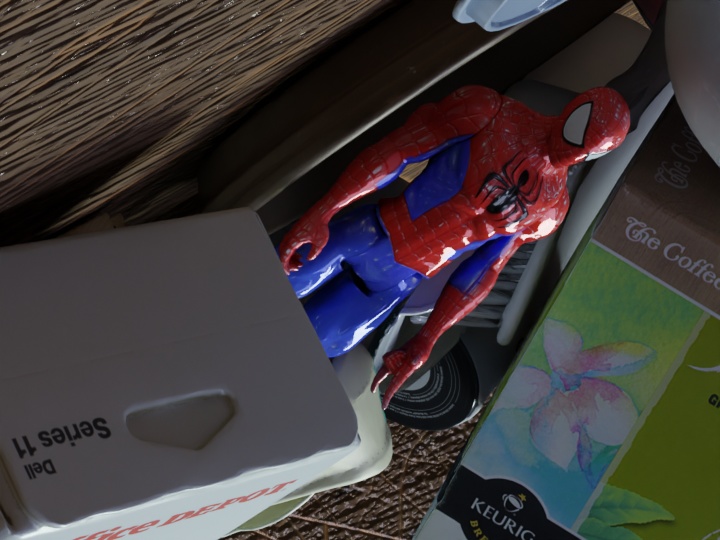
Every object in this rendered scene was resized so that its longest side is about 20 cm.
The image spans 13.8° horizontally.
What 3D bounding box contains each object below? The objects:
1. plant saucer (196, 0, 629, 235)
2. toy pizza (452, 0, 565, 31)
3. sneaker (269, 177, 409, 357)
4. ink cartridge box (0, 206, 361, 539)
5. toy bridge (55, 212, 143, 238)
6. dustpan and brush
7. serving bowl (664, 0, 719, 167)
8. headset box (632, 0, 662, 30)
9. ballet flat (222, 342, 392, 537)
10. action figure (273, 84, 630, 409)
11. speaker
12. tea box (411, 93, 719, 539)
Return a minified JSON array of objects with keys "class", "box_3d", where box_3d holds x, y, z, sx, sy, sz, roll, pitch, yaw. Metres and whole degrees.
[{"class":"plant saucer","box_3d":[0.024,-0.067,0.989,0.199,0.030,0.200,-33,178,-1]},{"class":"toy pizza","box_3d":[0.102,-0.128,0.765,0.200,0.032,0.200,-34,177,-2]},{"class":"sneaker","box_3d":[-0.032,-0.001,1.122,0.076,0.081,0.200,-36,-164,29]},{"class":"ink cartridge box","box_3d":[-0.119,0.067,0.873,0.200,0.083,0.146,-34,165,38]},{"class":"toy bridge","box_3d":[-0.123,0.029,1.002,0.067,0.027,0.200,-31,177,-44]},{"class":"dustpan and brush","box_3d":[0.072,-0.040,1.051,0.201,0.057,0.140,-63,177,-14]},{"class":"serving bowl","box_3d":[0.165,-0.123,0.956,0.200,0.066,0.200,-40,160,-18]},{"class":"headset box","box_3d":[0.222,-0.154,1.297,0.148,0.075,0.200,-31,177,-46]},{"class":"ballet flat","box_3d":[-0.078,0.078,1.026,0.199,0.070,0.069,-22,-179,18]},{"class":"action figure","box_3d":[0.000,0.000,0.933,0.200,0.065,0.052,-34,-155,16]},{"class":"speaker","box_3d":[0.065,-0.024,1.255,0.200,0.081,0.081,-49,-172,-37]},{"class":"tea box","box_3d":[0.131,0.038,1.104,0.197,0.133,0.200,-63,174,30]}]
